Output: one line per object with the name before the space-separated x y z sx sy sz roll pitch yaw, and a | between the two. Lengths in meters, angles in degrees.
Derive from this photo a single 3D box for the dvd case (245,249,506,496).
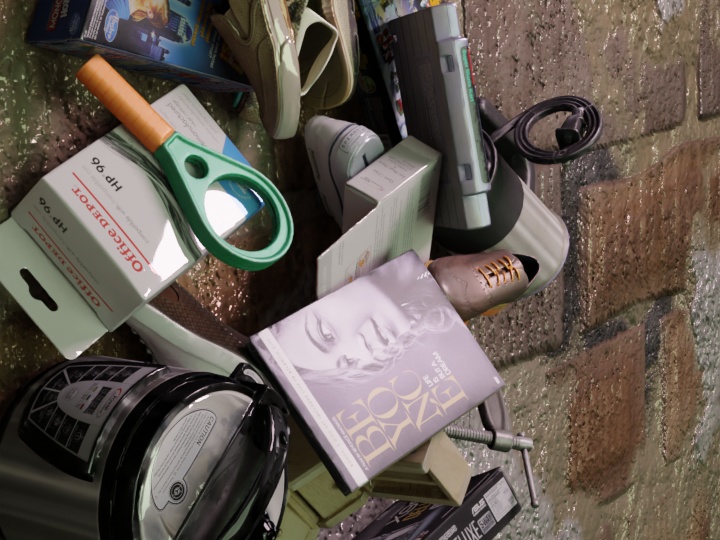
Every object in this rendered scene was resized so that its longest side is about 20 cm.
dvd case | 0.018 0.079 1.103 0.200 0.016 0.149 -28 81 -38

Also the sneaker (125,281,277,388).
sneaker | -0.148 0.070 1.053 0.200 0.085 0.073 40 17 -28

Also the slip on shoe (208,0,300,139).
slip on shoe | -0.088 -0.198 1.015 0.060 0.076 0.201 -11 117 -12

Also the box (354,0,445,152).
box | 0.039 -0.232 1.297 0.137 0.040 0.200 -48 129 -41

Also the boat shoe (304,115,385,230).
boat shoe | -0.004 -0.082 1.227 0.074 0.067 0.200 -47 153 -19

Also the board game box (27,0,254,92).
board game box | -0.144 -0.229 1.031 0.200 0.062 0.201 30 70 -52

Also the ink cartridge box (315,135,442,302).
ink cartridge box | 0.000 0.000 1.198 0.176 0.045 0.200 -40 150 -34

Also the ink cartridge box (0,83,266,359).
ink cartridge box | -0.172 -0.039 0.971 0.116 0.068 0.200 50 48 -5

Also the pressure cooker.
pressure cooker | -0.147 0.153 0.952 0.178 0.200 0.176 -3 97 -53

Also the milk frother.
milk frother | 0.173 -0.078 1.353 0.188 0.200 0.181 39 71 -49

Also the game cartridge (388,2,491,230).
game cartridge | 0.074 -0.139 1.201 0.038 0.130 0.201 -13 98 -19

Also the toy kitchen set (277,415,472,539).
toy kitchen set | -0.043 0.206 1.113 0.163 0.180 0.200 53 49 -41

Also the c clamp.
c clamp | 0.080 0.136 1.276 0.199 0.027 0.171 16 40 -15

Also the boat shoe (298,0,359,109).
boat shoe | -0.043 -0.243 1.168 0.065 0.073 0.201 -22 106 -77

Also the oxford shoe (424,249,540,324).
oxford shoe | 0.115 0.006 1.259 0.071 0.073 0.200 62 25 8

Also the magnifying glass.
magnifying glass | -0.129 -0.080 0.965 0.200 0.022 0.080 44 48 -9

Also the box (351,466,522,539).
box | 0.042 0.272 1.254 0.200 0.158 0.050 -32 94 -47

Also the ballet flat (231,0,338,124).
ballet flat | -0.053 -0.219 1.113 0.075 0.068 0.201 12 102 -11
